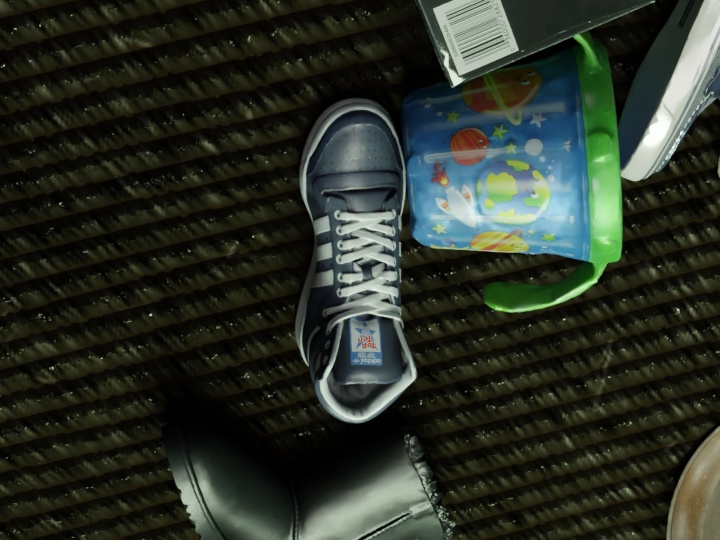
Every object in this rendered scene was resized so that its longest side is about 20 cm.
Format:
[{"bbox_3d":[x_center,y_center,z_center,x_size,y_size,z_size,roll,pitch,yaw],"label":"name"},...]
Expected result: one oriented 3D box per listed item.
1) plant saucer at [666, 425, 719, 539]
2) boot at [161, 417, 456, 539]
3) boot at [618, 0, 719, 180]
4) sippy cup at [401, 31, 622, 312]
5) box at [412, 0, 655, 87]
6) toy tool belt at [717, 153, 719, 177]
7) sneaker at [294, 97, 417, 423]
[{"bbox_3d":[0.314,0.189,1.508,0.200,0.201,0.032,-38,155,12],"label":"plant saucer"},{"bbox_3d":[-0.031,0.149,1.460,0.161,0.074,0.199,-21,130,4],"label":"boot"},{"bbox_3d":[0.236,-0.134,1.342,0.090,0.073,0.201,19,115,-13],"label":"boot"},{"bbox_3d":[0.092,-0.068,1.329,0.129,0.140,0.180,-5,83,3],"label":"sippy cup"},{"bbox_3d":[0.062,-0.224,1.176,0.123,0.201,0.149,-22,123,3],"label":"box"},{"bbox_3d":[0.336,-0.074,1.374,0.198,0.123,0.126,-7,122,-8],"label":"toy tool belt"},{"bbox_3d":[0.000,0.000,1.354,0.069,0.109,0.202,-1,121,-12],"label":"sneaker"}]
